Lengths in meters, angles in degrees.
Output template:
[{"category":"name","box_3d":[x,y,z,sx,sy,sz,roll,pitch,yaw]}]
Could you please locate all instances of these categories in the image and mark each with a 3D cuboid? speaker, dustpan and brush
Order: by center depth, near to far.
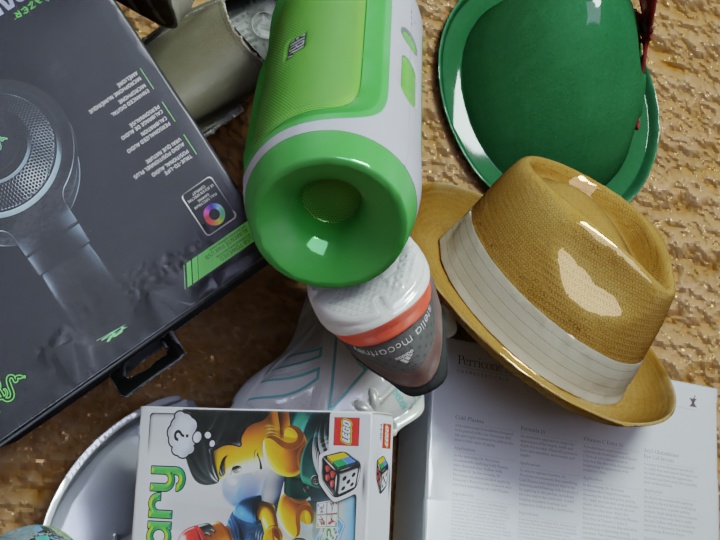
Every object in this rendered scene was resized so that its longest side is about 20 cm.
[{"category":"speaker","box_3d":[-0.011,-0.083,0.715,0.088,0.089,0.201,24,36,-16]},{"category":"dustpan and brush","box_3d":[-0.136,0.158,0.719,0.198,0.057,0.141,-24,86,-27]}]

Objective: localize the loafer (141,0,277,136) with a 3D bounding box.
[{"category":"loafer","box_3d":[-0.089,-0.121,0.814,0.075,0.070,0.200,48,63,-4]}]

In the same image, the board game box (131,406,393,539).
[{"category":"board game box","box_3d":[-0.050,0.167,0.680,0.124,0.035,0.203,-1,80,22]}]

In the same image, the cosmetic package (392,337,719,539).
[{"category":"cosmetic package","box_3d":[0.118,0.132,0.844,0.197,0.052,0.153,12,72,-20]}]

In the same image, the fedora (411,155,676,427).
[{"category":"fedora","box_3d":[0.118,-0.003,0.815,0.199,0.082,0.201,29,26,-16]}]

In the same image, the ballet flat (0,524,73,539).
[{"category":"ballet flat","box_3d":[-0.150,0.219,0.649,0.073,0.074,0.203,-4,104,-24]}]

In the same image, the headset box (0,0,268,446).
[{"category":"headset box","box_3d":[-0.158,-0.030,0.716,0.173,0.093,0.201,-33,90,-6]}]

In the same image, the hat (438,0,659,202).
[{"category":"hat","box_3d":[0.153,-0.149,0.867,0.164,0.176,0.203,-12,80,-26]}]

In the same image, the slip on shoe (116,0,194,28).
[{"category":"slip on shoe","box_3d":[-0.112,-0.182,0.719,0.075,0.200,0.061,29,80,6]}]

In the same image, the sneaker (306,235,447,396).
[{"category":"sneaker","box_3d":[0.000,0.000,0.755,0.076,0.201,0.082,-27,121,6]}]

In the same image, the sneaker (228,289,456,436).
[{"category":"sneaker","box_3d":[-0.014,0.072,0.766,0.202,0.079,0.071,-60,146,-31]}]
